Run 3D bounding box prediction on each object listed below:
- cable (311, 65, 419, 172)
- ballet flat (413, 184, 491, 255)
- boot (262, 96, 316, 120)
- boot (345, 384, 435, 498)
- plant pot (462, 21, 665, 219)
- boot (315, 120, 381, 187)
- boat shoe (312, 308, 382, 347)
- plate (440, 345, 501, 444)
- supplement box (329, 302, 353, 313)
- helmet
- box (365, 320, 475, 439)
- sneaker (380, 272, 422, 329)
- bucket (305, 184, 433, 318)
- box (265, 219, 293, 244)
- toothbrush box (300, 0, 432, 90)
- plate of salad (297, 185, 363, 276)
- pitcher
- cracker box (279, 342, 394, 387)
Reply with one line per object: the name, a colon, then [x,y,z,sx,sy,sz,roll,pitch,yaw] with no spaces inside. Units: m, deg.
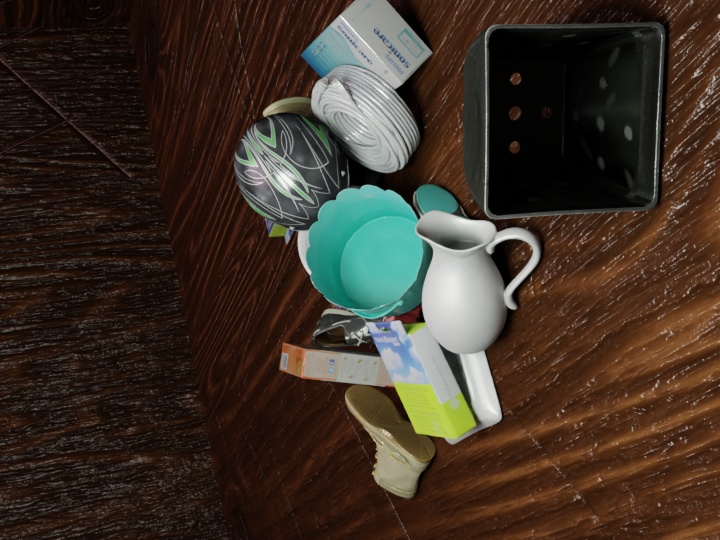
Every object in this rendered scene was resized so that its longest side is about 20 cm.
cable: [0.006,-0.250,1.521,0.200,0.069,0.200,41,163,-10]
ballet flat: [0.138,-0.064,1.400,0.200,0.069,0.069,-132,41,-51]
boot: [-0.086,-0.240,1.727,0.072,0.200,0.155,-29,69,39]
boot: [0.040,0.314,1.668,0.200,0.073,0.156,37,141,21]
plant pot: [0.209,-0.174,1.042,0.177,0.199,0.200,-135,43,-74]
boot: [-0.074,-0.164,1.673,0.198,0.162,0.073,-51,8,23]
boat shoe: [0.002,0.116,1.674,0.200,0.068,0.072,1,127,34]
plate: [0.148,0.168,1.473,0.200,0.032,0.200,131,129,-61]
supplement box: [0.000,0.000,1.714,0.200,0.086,0.110,115,141,-52]
helmet: [-0.115,-0.167,1.529,0.191,0.200,0.200,-83,-7,-75]
box: [0.091,0.160,1.411,0.122,0.048,0.200,-11,106,64]
sneaker: [0.070,0.075,1.560,0.098,0.071,0.201,141,136,-78]
bucket: [0.024,-0.021,1.464,0.135,0.207,0.207,35,-141,-66]
box: [-0.205,-0.177,2.218,0.122,0.048,0.200,123,136,-58]
toothbrush box: [0.006,-0.359,1.511,0.146,0.085,0.200,46,162,-11]
plate of salad: [-0.011,-0.057,1.587,0.048,0.200,0.200,76,-179,-74]
pitcher: [0.168,0.020,1.281,0.121,0.171,0.200,-60,-31,-48]
cracker box: [-0.035,0.176,1.694,0.134,0.200,0.058,-179,97,-68]
